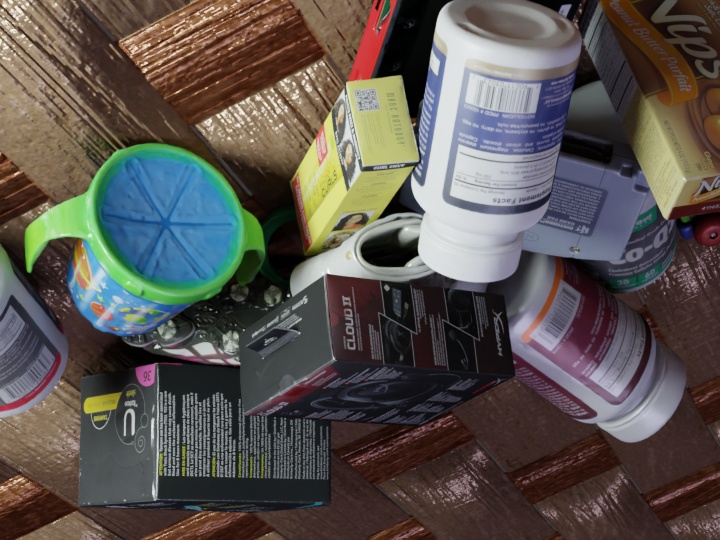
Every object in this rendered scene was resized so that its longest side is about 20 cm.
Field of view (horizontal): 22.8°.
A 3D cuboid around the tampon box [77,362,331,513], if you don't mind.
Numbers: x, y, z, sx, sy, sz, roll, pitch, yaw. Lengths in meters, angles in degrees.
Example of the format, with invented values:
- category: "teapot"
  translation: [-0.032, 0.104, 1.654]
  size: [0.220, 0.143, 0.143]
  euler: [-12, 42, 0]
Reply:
- category: "tampon box"
  translation: [-0.147, 0.161, 1.690]
  size: [0.198, 0.128, 0.149]
  euler: [7, 167, -37]

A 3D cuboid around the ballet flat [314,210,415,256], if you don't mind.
- category: "ballet flat"
  translation: [0.052, -0.024, 1.630]
  size: [0.198, 0.068, 0.072]
  euler: [-26, 168, 4]

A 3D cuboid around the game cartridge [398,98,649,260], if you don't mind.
- category: "game cartridge"
  translation: [0.135, -0.071, 1.485]
  size: [0.198, 0.042, 0.134]
  euler: [15, 148, 1]

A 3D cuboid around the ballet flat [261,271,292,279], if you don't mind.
- category: "ballet flat"
  translation: [-0.014, 0.026, 1.671]
  size: [0.198, 0.070, 0.070]
  euler: [1, 144, -26]

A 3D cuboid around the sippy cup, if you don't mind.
- category: "sippy cup"
  translation: [-0.177, -0.014, 1.457]
  size: [0.177, 0.140, 0.130]
  euler: [35, 144, -8]

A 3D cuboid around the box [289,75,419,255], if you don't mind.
- category: "box"
  translation: [-0.008, -0.081, 1.442]
  size: [0.050, 0.076, 0.200]
  euler: [-7, 163, -17]

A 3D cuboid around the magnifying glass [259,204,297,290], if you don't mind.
- category: "magnifying glass"
  translation: [0.000, 0.000, 1.581]
  size: [0.198, 0.022, 0.080]
  euler: [20, 110, -9]

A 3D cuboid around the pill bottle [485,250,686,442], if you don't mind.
- category: "pill bottle"
  translation: [0.195, 0.066, 1.619]
  size: [0.199, 0.115, 0.114]
  euler: [35, 123, -26]

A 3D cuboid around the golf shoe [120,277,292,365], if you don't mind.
- category: "golf shoe"
  translation: [-0.115, 0.050, 1.595]
  size: [0.198, 0.078, 0.088]
  euler: [9, 164, 15]

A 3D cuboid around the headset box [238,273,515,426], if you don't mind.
- category: "headset box"
  translation: [0.003, 0.069, 1.471]
  size: [0.198, 0.078, 0.149]
  euler: [8, 155, -31]

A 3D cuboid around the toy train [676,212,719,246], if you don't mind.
- category: "toy train"
  translation: [0.368, -0.115, 1.642]
  size: [0.198, 0.085, 0.116]
  euler: [-25, 135, 8]

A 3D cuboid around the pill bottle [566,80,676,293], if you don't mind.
- category: "pill bottle"
  translation: [0.223, -0.073, 1.584]
  size: [0.112, 0.114, 0.201]
  euler: [-19, 149, 1]

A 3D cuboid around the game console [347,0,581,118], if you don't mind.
- category: "game console"
  translation: [0.088, -0.195, 1.410]
  size: [0.175, 0.031, 0.201]
  euler: [-10, 148, -22]

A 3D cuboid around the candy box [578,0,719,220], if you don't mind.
- category: "candy box"
  translation: [0.262, -0.141, 1.415]
  size: [0.114, 0.201, 0.056]
  euler: [-8, 146, -18]

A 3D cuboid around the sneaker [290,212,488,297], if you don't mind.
- category: "sneaker"
  translation: [0.053, 0.000, 1.504]
  size: [0.198, 0.074, 0.115]
  euler: [-4, 163, -37]

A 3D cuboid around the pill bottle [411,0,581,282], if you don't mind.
- category: "pill bottle"
  translation: [0.098, -0.098, 1.365]
  size: [0.110, 0.111, 0.202]
  euler: [-4, 122, -23]

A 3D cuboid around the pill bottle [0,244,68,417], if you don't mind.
- category: "pill bottle"
  translation: [-0.321, 0.032, 1.453]
  size: [0.110, 0.112, 0.200]
  euler: [-20, 149, 2]
